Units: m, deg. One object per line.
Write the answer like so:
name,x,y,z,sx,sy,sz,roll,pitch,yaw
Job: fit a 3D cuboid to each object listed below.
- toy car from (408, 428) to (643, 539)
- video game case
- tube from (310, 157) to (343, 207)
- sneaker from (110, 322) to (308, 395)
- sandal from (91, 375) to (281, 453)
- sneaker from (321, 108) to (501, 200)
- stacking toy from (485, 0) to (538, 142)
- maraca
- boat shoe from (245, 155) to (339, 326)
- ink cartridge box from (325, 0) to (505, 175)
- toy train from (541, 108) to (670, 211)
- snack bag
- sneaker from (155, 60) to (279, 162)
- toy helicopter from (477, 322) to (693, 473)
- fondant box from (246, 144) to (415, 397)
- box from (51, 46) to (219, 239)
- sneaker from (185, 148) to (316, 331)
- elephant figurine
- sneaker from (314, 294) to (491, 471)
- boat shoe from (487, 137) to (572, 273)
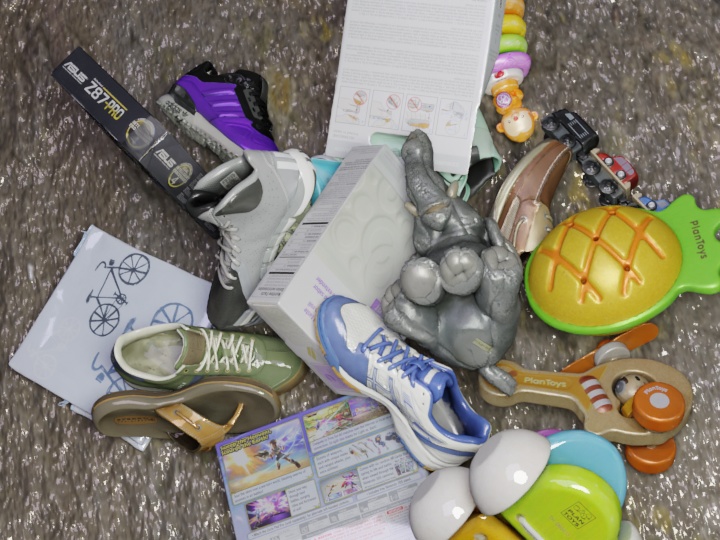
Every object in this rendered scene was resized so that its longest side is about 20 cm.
toy car,0.157,0.210,1.344,0.175,0.200,0.150,43,45,-7
video game case,-0.026,0.222,1.464,0.198,0.045,0.183,-21,63,8
tube,-0.022,-0.009,1.525,0.050,0.077,0.202,1,87,56
sneaker,-0.157,0.090,1.526,0.198,0.090,0.068,0,72,8
sandal,-0.174,0.152,1.515,0.198,0.081,0.054,-6,49,9
sneaker,0.047,-0.100,1.563,0.199,0.074,0.119,-29,55,1
stacking toy,0.137,-0.225,1.588,0.115,0.110,0.202,-19,74,6
maraca,0.250,-0.007,1.423,0.198,0.107,0.138,-17,54,10
boat shoe,-0.079,-0.027,1.550,0.072,0.062,0.201,33,100,15
ink cartridge box,0.056,-0.206,1.548,0.161,0.057,0.202,9,96,21
toy train,0.253,-0.092,1.521,0.046,0.034,0.200,-32,60,-10
snack bag,-0.260,0.068,1.620,0.199,0.021,0.190,24,78,22
sneaker,-0.128,-0.167,1.656,0.200,0.070,0.100,37,80,27
toy helicopter,0.209,0.105,1.418,0.198,0.079,0.133,6,46,8
fondant box,0.000,0.000,1.475,0.058,0.144,0.201,3,52,52
box,-0.222,-0.131,1.596,0.049,0.200,0.161,-43,61,-2
sneaker,-0.131,-0.035,1.461,0.075,0.115,0.201,42,115,40
elephant figurine,0.092,-0.012,1.424,0.140,0.156,0.201,13,30,-7
sneaker,0.045,0.093,1.398,0.200,0.088,0.075,47,54,-10
boat shoe,0.159,-0.032,1.507,0.074,0.076,0.201,30,87,21
